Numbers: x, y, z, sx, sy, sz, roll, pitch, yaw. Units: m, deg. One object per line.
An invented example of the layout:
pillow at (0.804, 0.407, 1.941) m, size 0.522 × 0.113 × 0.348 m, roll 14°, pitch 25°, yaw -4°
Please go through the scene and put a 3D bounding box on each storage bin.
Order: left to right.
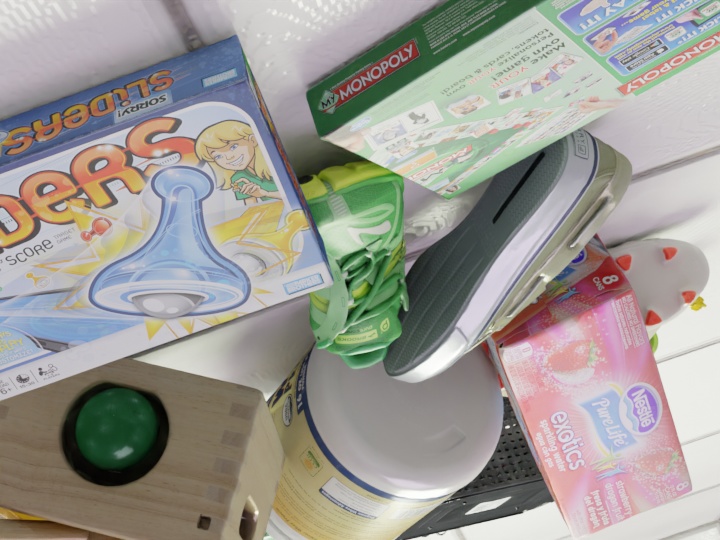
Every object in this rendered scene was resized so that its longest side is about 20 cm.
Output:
storage bin at (0.114, 0.187, 1.254) m, size 0.199 × 0.094 × 0.135 m, roll -8°, pitch 156°, yaw -27°

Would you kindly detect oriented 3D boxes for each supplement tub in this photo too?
supplement tub at (0.001, 0.122, 0.935) m, size 0.144 × 0.145 × 0.200 m, roll -6°, pitch 155°, yaw -28°

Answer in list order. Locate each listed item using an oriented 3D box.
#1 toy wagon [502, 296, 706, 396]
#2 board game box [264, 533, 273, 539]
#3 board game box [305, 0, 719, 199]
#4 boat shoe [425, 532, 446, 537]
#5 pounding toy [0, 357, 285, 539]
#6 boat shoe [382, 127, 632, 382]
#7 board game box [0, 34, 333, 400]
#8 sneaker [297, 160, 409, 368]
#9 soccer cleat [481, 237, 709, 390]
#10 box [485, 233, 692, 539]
toy wagon at (0.192, 0.055, 1.072) m, size 0.200 × 0.040 × 0.155 m, roll -32°, pitch 155°, yaw 29°
board game box at (-0.027, 0.280, 1.458) m, size 0.199 × 0.024 × 0.105 m, roll -8°, pitch 157°, yaw -26°
board game box at (0.090, -0.105, 0.621) m, size 0.200 × 0.029 × 0.134 m, roll -29°, pitch 157°, yaw 23°
boat shoe at (0.075, 0.257, 1.410) m, size 0.199 × 0.062 × 0.075 m, roll -7°, pitch 130°, yaw -26°
pounding toy at (-0.159, 0.133, 0.778) m, size 0.183 × 0.143 × 0.200 m, roll 12°, pitch 159°, yaw 7°
boat shoe at (0.084, 0.000, 0.760) m, size 0.062 × 0.072 × 0.200 m, roll 18°, pitch 128°, yaw -29°
board game box at (-0.126, -0.015, 0.593) m, size 0.199 × 0.035 × 0.136 m, roll -20°, pitch 136°, yaw 3°
sneaker at (0.000, 0.000, 0.725) m, size 0.074 × 0.084 × 0.200 m, roll -17°, pitch 158°, yaw -1°
soccer cleat at (0.163, 0.029, 0.967) m, size 0.199 × 0.070 × 0.078 m, roll -26°, pitch -174°, yaw 3°
box at (0.147, 0.073, 0.872) m, size 0.094 × 0.103 × 0.200 m, roll -23°, pitch 126°, yaw 3°
